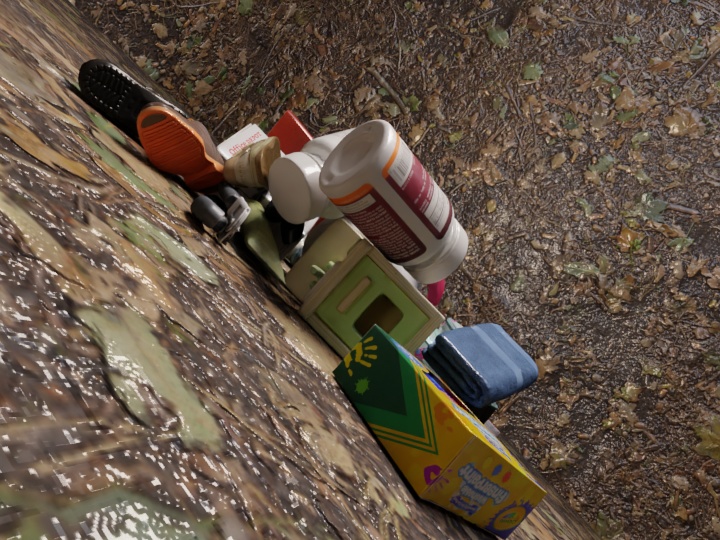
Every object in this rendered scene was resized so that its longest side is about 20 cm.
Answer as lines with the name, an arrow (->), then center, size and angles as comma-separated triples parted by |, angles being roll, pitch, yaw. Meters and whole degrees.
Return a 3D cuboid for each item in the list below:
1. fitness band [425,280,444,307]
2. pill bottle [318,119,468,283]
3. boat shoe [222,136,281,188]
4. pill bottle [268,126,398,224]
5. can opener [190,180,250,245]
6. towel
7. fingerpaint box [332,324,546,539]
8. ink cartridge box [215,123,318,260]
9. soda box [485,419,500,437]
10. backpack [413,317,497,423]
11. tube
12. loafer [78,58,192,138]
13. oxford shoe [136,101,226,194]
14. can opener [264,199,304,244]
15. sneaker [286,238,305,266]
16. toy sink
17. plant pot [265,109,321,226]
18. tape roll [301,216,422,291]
fitness band -> 0.068, -0.015, 0.850 | 0.141, 0.037, 0.204 | 15, -51, 35
pill bottle -> 0.049, -0.080, 0.665 | 0.200, 0.114, 0.114 | 44, 1, -33
boat shoe -> -0.157, -0.163, 0.789 | 0.200, 0.063, 0.073 | -85, 169, -77
pill bottle -> -0.030, -0.138, 0.753 | 0.113, 0.198, 0.117 | 22, -55, 36
can opener -> -0.180, -0.086, 0.659 | 0.067, 0.053, 0.200 | 43, 0, -27
towel -> 0.172, 0.128, 0.721 | 0.112, 0.049, 0.198 | 48, 25, 28
fingerpaint box -> 0.084, 0.168, 0.541 | 0.200, 0.073, 0.167 | 44, 0, -41
ink cartridge box -> -0.166, -0.139, 0.915 | 0.200, 0.084, 0.147 | 45, 33, -10
soda box -> 0.176, 0.260, 1.018 | 0.200, 0.063, 0.070 | 45, 0, 6
backpack -> 0.139, 0.167, 0.874 | 0.199, 0.154, 0.175 | 41, 5, 26
tube -> -0.149, -0.049, 0.750 | 0.057, 0.053, 0.200 | 5, 23, -22
loafer -> -0.297, -0.222, 0.718 | 0.071, 0.073, 0.200 | 43, -1, 35
oxford shoe -> -0.237, -0.171, 0.691 | 0.200, 0.070, 0.074 | 70, 1, -74
can opener -> -0.107, -0.121, 0.849 | 0.062, 0.080, 0.201 | 14, 34, -1
sneaker -> -0.089, -0.002, 1.061 | 0.087, 0.077, 0.199 | 57, 12, 22
toy sink -> -0.004, 0.037, 0.697 | 0.200, 0.130, 0.112 | 45, 1, 3
plant pot -> -0.136, -0.171, 1.085 | 0.175, 0.201, 0.200 | 39, -2, 0
tape roll -> 0.000, 0.000, 0.842 | 0.199, 0.071, 0.206 | 22, -48, 26
